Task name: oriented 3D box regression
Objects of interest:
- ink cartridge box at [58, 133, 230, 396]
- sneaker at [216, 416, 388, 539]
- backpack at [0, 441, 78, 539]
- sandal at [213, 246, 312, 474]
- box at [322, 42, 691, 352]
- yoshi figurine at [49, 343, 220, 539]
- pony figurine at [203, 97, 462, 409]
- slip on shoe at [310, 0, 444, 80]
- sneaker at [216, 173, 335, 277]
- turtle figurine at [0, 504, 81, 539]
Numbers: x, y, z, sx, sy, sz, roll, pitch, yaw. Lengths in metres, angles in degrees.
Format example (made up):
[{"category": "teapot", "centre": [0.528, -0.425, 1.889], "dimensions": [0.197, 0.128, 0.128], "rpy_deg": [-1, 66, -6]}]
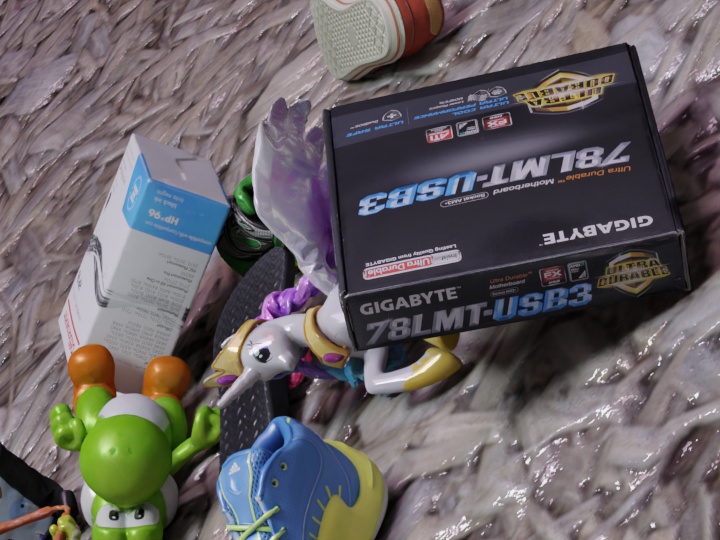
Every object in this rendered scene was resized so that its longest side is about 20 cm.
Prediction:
[{"category": "ink cartridge box", "centre": [-0.168, 0.015, 1.944], "dimensions": [0.116, 0.067, 0.201], "rpy_deg": [-119, 49, -68]}, {"category": "sneaker", "centre": [-0.055, 0.167, 1.522], "dimensions": [0.076, 0.105, 0.201], "rpy_deg": [-29, 28, 38]}, {"category": "backpack", "centre": [-0.326, 0.204, 1.920], "dimensions": [0.200, 0.154, 0.191], "rpy_deg": [4, 65, 59]}, {"category": "sandal", "centre": [-0.063, 0.073, 1.794], "dimensions": [0.075, 0.045, 0.201], "rpy_deg": [-37, 38, 38]}, {"category": "box", "centre": [0.081, -0.045, 1.555], "dimensions": [0.199, 0.050, 0.199], "rpy_deg": [-11, 35, 5]}, {"category": "yoshi figurine", "centre": [-0.156, 0.112, 1.806], "dimensions": [0.112, 0.112, 0.200], "rpy_deg": [-34, 27, 14]}, {"category": "pony figurine", "centre": [0.000, 0.000, 1.680], "dimensions": [0.199, 0.167, 0.194], "rpy_deg": [-9, 49, 35]}, {"category": "slip on shoe", "centre": [0.010, -0.191, 2.077], "dimensions": [0.061, 0.075, 0.200], "rpy_deg": [-17, 6, -19]}, {"category": "sneaker", "centre": [-0.061, -0.045, 1.918], "dimensions": [0.078, 0.085, 0.200], "rpy_deg": [-55, 22, -18]}, {"category": "turtle figurine", "centre": [-0.237, 0.251, 1.773], "dimensions": [0.200, 0.065, 0.161], "rpy_deg": [-45, 28, -16]}]
